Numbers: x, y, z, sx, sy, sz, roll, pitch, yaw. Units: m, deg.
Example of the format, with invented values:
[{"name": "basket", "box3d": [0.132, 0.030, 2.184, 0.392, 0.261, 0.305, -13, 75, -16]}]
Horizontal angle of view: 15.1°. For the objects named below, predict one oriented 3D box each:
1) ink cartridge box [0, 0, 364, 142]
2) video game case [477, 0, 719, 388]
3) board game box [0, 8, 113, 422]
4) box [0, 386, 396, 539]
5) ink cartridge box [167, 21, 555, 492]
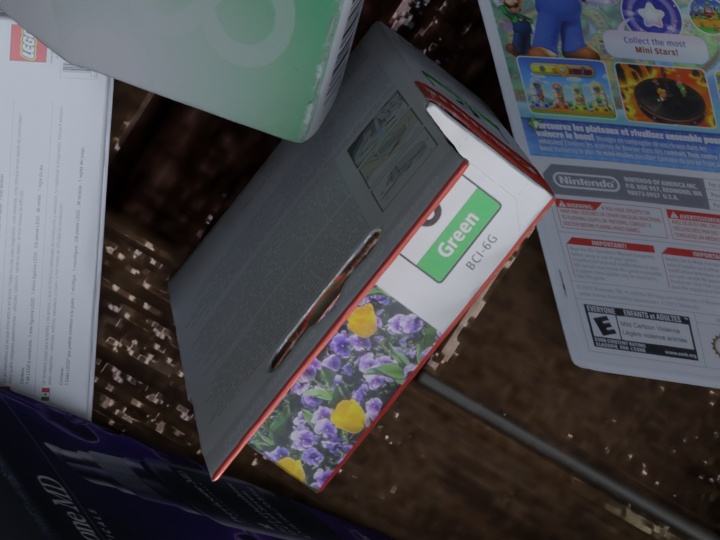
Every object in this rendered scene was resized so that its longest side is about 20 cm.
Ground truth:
[{"name": "ink cartridge box", "box3d": [-0.084, -0.141, 0.745, 0.200, 0.050, 0.161, 18, 125, 3]}, {"name": "video game case", "box3d": [0.105, -0.046, 0.777, 0.143, 0.018, 0.200, 8, 130, 34]}, {"name": "board game box", "box3d": [-0.144, 0.012, 0.840, 0.126, 0.035, 0.200, 3, 105, -10]}, {"name": "box", "box3d": [-0.050, 0.129, 0.798, 0.200, 0.148, 0.104, 25, 101, -35]}, {"name": "ink cartridge box", "box3d": [0.000, 0.000, 0.771, 0.050, 0.200, 0.109, 37, 98, -14]}]
